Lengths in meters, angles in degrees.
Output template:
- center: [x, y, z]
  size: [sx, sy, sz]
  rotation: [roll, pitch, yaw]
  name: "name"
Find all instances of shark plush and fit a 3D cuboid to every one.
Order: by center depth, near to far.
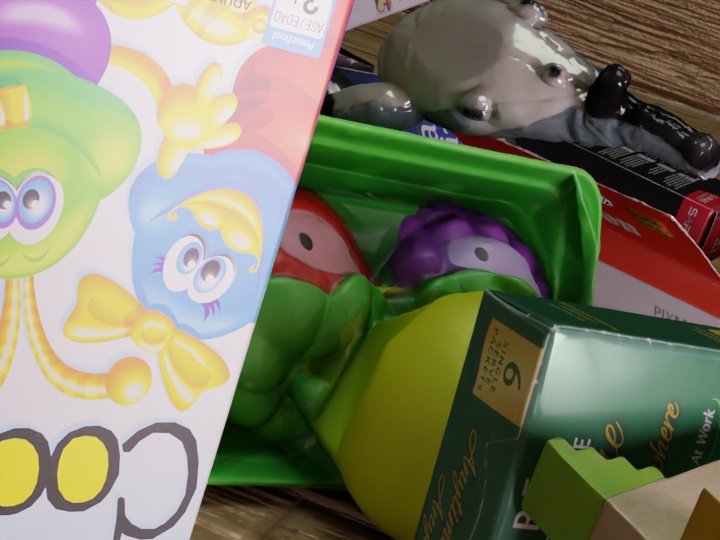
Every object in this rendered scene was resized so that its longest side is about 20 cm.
- center: [0.076, -0.083, 0.718]
  size: [0.199, 0.092, 0.083]
  rotation: [8, -17, 45]
  name: "shark plush"

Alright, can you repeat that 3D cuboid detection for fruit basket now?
- center: [0.021, 0.027, 0.627]
  size: [0.213, 0.158, 0.216]
  rotation: [7, -1, 0]
  name: "fruit basket"

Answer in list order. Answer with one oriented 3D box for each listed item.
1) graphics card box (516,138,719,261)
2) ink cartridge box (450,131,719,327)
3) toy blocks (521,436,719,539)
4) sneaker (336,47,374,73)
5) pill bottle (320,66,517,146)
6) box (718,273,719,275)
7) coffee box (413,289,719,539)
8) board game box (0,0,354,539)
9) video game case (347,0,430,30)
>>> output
- center: [0.150, -0.065, 1.111]
  size: [0.199, 0.051, 0.125]
  rotation: [28, 18, 18]
  name: "graphics card box"
- center: [0.119, 0.011, 0.828]
  size: [0.162, 0.050, 0.200]
  rotation: [29, -6, 41]
  name: "ink cartridge box"
- center: [0.153, 0.112, 0.450]
  size: [0.136, 0.101, 0.200]
  rotation: [-11, 41, -36]
  name: "toy blocks"
- center: [-0.092, -0.117, 1.087]
  size: [0.198, 0.107, 0.075]
  rotation: [18, 13, 1]
  name: "sneaker"
- center: [-0.008, -0.061, 0.981]
  size: [0.199, 0.113, 0.111]
  rotation: [4, 19, -45]
  name: "pill bottle"
- center: [0.252, 0.037, 0.956]
  size: [0.156, 0.052, 0.199]
  rotation: [12, -2, -27]
  name: "box"
- center: [0.112, 0.079, 0.539]
  size: [0.198, 0.124, 0.044]
  rotation: [8, 14, -30]
  name: "coffee box"
- center: [-0.090, -0.004, 0.442]
  size: [0.104, 0.202, 0.103]
  rotation: [11, 14, -28]
  name: "board game box"
- center: [-0.069, -0.157, 1.054]
  size: [0.181, 0.023, 0.199]
  rotation: [-24, 19, -28]
  name: "video game case"
